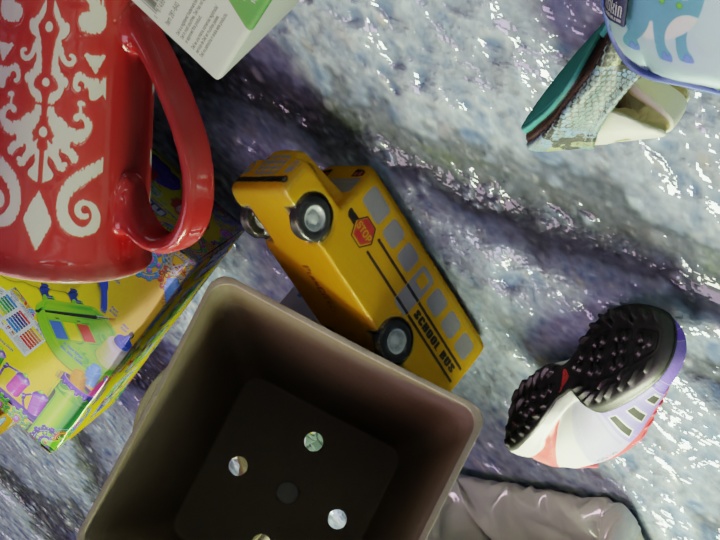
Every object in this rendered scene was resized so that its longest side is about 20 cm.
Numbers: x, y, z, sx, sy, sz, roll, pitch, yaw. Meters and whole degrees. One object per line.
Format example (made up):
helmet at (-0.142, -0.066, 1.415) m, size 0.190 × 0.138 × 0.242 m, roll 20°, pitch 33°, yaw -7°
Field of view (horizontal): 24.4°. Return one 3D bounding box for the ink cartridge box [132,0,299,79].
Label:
ink cartridge box at (-0.109, -0.225, 0.918) m, size 0.200 × 0.084 × 0.145 m, roll 43°, pitch 153°, yaw -3°

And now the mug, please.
mug at (-0.170, -0.105, 1.068) m, size 0.176 × 0.134 × 0.202 m, roll 8°, pitch 107°, yaw 2°

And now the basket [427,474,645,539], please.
basket at (0.118, 0.284, 1.245) m, size 0.199 × 0.199 × 0.161 m, roll 3°, pitch 138°, yaw 50°

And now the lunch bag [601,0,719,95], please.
lunch bag at (0.192, -0.135, 0.627) m, size 0.199 × 0.083 × 0.162 m, roll 21°, pitch 132°, yaw 18°

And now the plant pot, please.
plant pot at (-0.051, 0.149, 1.142) m, size 0.199 × 0.201 × 0.177 m, roll 27°, pitch 171°, yaw 4°

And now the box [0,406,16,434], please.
box at (-0.339, 0.049, 1.249) m, size 0.200 × 0.119 × 0.042 m, roll 44°, pitch 110°, yaw 3°

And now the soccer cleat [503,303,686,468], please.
soccer cleat at (0.161, 0.078, 1.046) m, size 0.073 × 0.069 × 0.200 m, roll 21°, pitch 151°, yaw -13°

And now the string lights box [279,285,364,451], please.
string lights box at (-0.028, 0.097, 1.305) m, size 0.102 × 0.059 × 0.201 m, roll 34°, pitch 152°, yaw 13°

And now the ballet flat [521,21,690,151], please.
ballet flat at (0.137, -0.100, 0.802) m, size 0.074 × 0.074 × 0.200 m, roll 39°, pitch 154°, yaw 4°

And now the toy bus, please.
toy bus at (0.000, 0.000, 1.109) m, size 0.065 × 0.078 × 0.201 m, roll 4°, pitch 135°, yaw 51°

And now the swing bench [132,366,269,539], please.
swing bench at (-0.140, 0.217, 1.549) m, size 0.199 × 0.130 × 0.199 m, roll 36°, pitch 153°, yaw 11°

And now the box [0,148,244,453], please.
box at (-0.230, -0.013, 1.238) m, size 0.200 × 0.122 × 0.193 m, roll 41°, pitch 109°, yaw 2°
